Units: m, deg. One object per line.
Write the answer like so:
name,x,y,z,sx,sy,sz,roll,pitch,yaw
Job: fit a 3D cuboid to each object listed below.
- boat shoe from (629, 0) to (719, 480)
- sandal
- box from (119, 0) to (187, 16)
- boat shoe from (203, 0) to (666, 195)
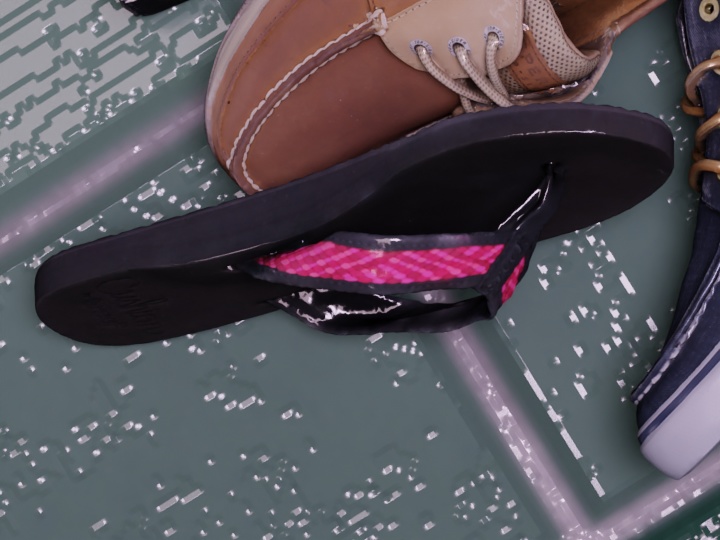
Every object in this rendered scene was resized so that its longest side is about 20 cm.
boat shoe,0.119,-0.041,0.758,0.091,0.071,0.200,34,86,5
sandal,0.000,0.000,0.751,0.200,0.075,0.045,-17,62,14
box,-0.009,-0.187,0.772,0.200,0.046,0.159,-22,89,3
boat shoe,0.037,-0.080,0.733,0.200,0.076,0.072,-39,51,19
